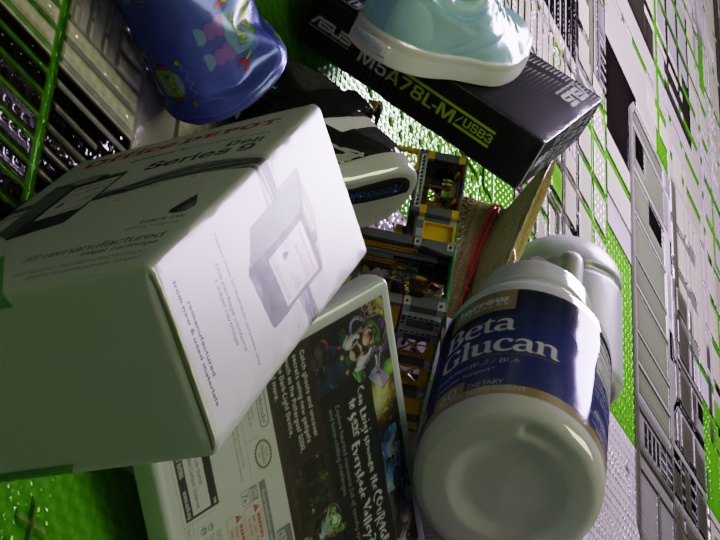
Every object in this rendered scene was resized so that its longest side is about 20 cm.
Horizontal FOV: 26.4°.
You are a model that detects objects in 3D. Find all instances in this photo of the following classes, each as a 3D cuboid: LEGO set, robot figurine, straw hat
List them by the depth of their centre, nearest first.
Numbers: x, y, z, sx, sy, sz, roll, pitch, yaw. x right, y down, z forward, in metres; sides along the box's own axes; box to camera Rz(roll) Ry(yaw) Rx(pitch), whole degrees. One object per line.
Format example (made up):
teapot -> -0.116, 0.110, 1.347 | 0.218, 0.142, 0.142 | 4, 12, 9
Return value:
LEGO set -> 0.000, 0.000, 1.024 | 0.154, 0.115, 0.201 | 100, 1, -57
straw hat -> 0.077, -0.010, 1.187 | 0.201, 0.084, 0.203 | 22, 90, -81
robot figurine -> 0.179, 0.052, 1.378 | 0.170, 0.112, 0.202 | 97, -1, -59

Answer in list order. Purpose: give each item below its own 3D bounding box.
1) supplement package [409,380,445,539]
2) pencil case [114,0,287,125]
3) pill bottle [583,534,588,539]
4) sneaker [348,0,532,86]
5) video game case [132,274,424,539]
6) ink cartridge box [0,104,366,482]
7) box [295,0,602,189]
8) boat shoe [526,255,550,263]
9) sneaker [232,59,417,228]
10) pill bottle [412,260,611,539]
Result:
supplement package -> 0.058, 0.184, 1.029 | 0.201, 0.120, 0.120 | -73, 146, -46
pencil case -> -0.104, -0.181, 0.829 | 0.087, 0.078, 0.201 | -45, 128, -33
pill bottle -> 0.117, 0.274, 1.145 | 0.201, 0.115, 0.116 | -78, 150, -42
sneaker -> 0.074, -0.176, 1.034 | 0.074, 0.082, 0.199 | 40, 26, 19
video game case -> -0.038, 0.127, 0.829 | 0.181, 0.023, 0.202 | -28, 117, -41
ink cartridge box -> -0.100, 0.006, 0.687 | 0.200, 0.145, 0.085 | -54, 129, -61
box -> 0.071, -0.147, 1.130 | 0.048, 0.192, 0.200 | -61, 169, 23
boat shoe -> 0.122, 0.059, 1.171 | 0.074, 0.073, 0.200 | 42, 31, -10
sneaker -> -0.068, -0.073, 0.910 | 0.199, 0.073, 0.112 | -6, 50, -45
pill bottle -> 0.098, 0.076, 0.942 | 0.200, 0.110, 0.112 | -70, 145, -60
